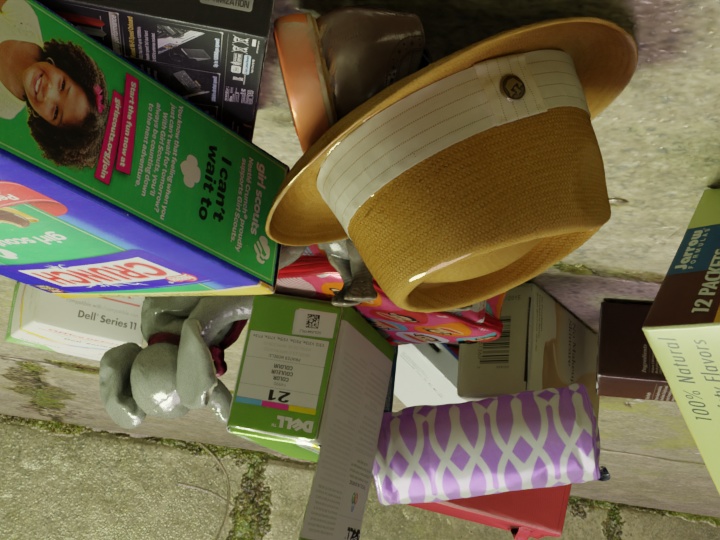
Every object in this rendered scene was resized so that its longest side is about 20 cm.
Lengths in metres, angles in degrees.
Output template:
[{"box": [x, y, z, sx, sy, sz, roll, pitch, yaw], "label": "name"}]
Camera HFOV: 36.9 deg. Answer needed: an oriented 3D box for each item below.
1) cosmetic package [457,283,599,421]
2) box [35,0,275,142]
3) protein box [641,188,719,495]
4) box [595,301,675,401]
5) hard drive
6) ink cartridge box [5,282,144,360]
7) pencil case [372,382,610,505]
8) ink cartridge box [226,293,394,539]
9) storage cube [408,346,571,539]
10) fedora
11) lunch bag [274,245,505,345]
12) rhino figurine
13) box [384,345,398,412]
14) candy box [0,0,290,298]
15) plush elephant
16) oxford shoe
[{"box": [0.164, 0.089, 1.017, 0.070, 0.107, 0.199, -4, 163, 29], "label": "cosmetic package"}, {"box": [-0.125, -0.107, 0.543, 0.155, 0.051, 0.200, 9, 164, -6], "label": "box"}, {"box": [0.304, 0.057, 0.616, 0.198, 0.135, 0.200, -7, 124, 42], "label": "protein box"}, {"box": [0.314, 0.079, 0.974, 0.197, 0.076, 0.100, 2, 165, 12], "label": "box"}, {"box": [0.051, 0.095, 1.109, 0.132, 0.025, 0.200, 45, 164, 4], "label": "hard drive"}, {"box": [-0.292, 0.043, 1.125, 0.116, 0.068, 0.199, 15, 163, -25], "label": "ink cartridge box"}, {"box": [0.102, 0.141, 0.888, 0.197, 0.085, 0.086, -7, -162, 5], "label": "pencil case"}, {"box": [-0.042, 0.134, 0.797, 0.075, 0.203, 0.148, 7, 166, 18], "label": "ink cartridge box"}, {"box": [0.155, 0.205, 1.279, 0.177, 0.203, 0.171, 13, 166, 3], "label": "storage cube"}, {"box": [0.056, -0.036, 0.510, 0.198, 0.083, 0.201, -25, 167, -6], "label": "fedora"}, {"box": [0.000, 0.000, 0.830, 0.199, 0.083, 0.175, 23, 162, -41], "label": "lunch bag"}, {"box": [-0.002, -0.023, 0.677, 0.198, 0.089, 0.059, 5, 171, -33], "label": "rhino figurine"}, {"box": [-0.038, 0.086, 1.033, 0.037, 0.139, 0.199, 15, 163, -34], "label": "box"}, {"box": [-0.159, -0.048, 0.527, 0.167, 0.078, 0.199, -3, 161, 35], "label": "candy box"}, {"box": [-0.156, 0.074, 1.004, 0.163, 0.157, 0.199, -8, 159, 44], "label": "plush elephant"}, {"box": [0.006, -0.079, 0.555, 0.072, 0.072, 0.200, -13, 174, 2], "label": "oxford shoe"}]
